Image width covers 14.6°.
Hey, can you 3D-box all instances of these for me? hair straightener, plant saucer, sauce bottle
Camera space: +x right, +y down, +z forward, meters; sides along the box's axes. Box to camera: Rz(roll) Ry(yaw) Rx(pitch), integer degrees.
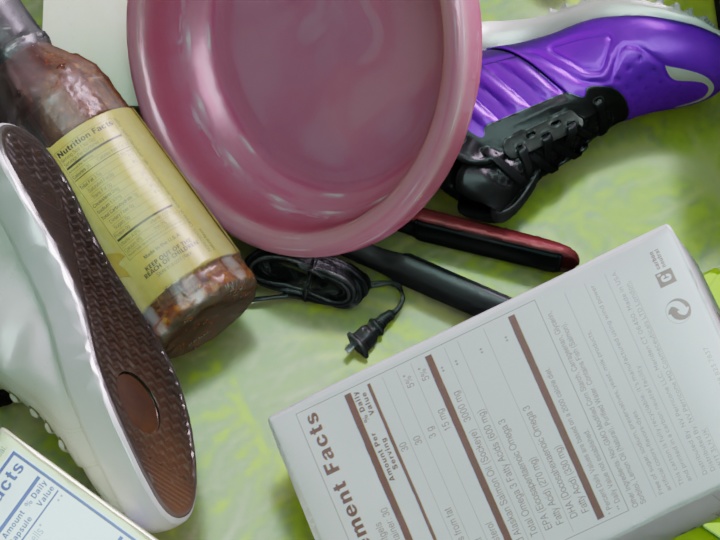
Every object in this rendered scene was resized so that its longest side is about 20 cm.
[{"bbox_3d":[0.000,0.000,1.339,0.199,0.041,0.077,17,77,0],"label":"hair straightener"},{"bbox_3d":[-0.020,-0.108,1.288,0.200,0.051,0.202,6,100,38],"label":"plant saucer"},{"bbox_3d":[-0.127,-0.052,1.311,0.066,0.066,0.200,-34,74,-9],"label":"sauce bottle"}]

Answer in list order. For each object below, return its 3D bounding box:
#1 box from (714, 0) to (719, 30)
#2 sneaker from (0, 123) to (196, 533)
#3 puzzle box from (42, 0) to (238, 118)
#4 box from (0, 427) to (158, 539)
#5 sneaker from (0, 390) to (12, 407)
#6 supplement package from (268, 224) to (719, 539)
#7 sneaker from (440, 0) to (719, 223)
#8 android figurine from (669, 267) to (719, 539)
[{"bbox_3d":[0.237,-0.170,1.306,0.122,0.198,0.201,-4,78,-5],"label":"box"},{"bbox_3d":[-0.140,0.039,1.250,0.085,0.073,0.201,-35,69,19],"label":"sneaker"},{"bbox_3d":[-0.088,-0.172,1.385,0.132,0.025,0.201,2,77,-1],"label":"puzzle box"},{"bbox_3d":[-0.100,0.178,1.227,0.200,0.176,0.097,36,78,6],"label":"box"},{"bbox_3d":[-0.217,0.015,1.321,0.199,0.076,0.116,-15,72,-16],"label":"sneaker"},{"bbox_3d":[0.079,0.080,1.261,0.199,0.117,0.118,-26,78,9],"label":"supplement package"},{"bbox_3d":[0.079,-0.069,1.336,0.199,0.070,0.100,-4,63,6],"label":"sneaker"},{"bbox_3d":[0.199,0.076,1.332,0.200,0.041,0.182,37,79,4],"label":"android figurine"}]
